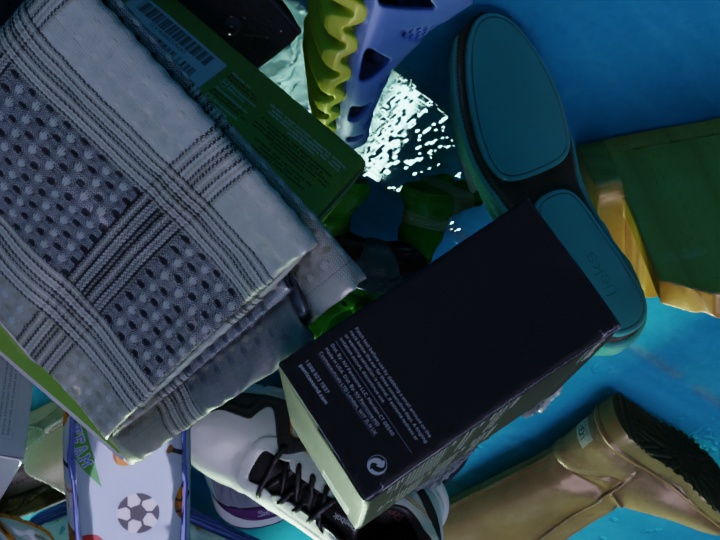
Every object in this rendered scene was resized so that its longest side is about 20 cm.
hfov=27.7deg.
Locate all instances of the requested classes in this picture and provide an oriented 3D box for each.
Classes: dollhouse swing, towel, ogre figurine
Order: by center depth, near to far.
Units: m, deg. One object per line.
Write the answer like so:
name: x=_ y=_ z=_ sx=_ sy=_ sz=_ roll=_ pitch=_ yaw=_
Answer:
towel: x=-0.120 y=-0.015 z=0.682 sx=0.200 sy=0.035 sz=0.192 roll=47 pitch=125 yaw=-6
dollhouse swing: x=0.243 y=0.001 z=0.855 sx=0.199 sy=0.176 sz=0.182 roll=-10 pitch=137 yaw=2
ogre figurine: x=0.000 y=0.000 z=0.864 sx=0.199 sy=0.098 sz=0.120 roll=5 pitch=109 yaw=-27

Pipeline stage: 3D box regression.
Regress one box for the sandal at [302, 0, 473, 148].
sandal: x=0.019 y=-0.142 z=0.747 sx=0.087 sy=0.080 sz=0.200 roll=2 pitch=138 yaw=-15

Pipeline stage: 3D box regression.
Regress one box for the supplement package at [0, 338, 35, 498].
supplement package: x=-0.293 y=0.046 z=0.824 sx=0.199 sy=0.152 sz=0.151 roll=11 pitch=150 yaw=-19

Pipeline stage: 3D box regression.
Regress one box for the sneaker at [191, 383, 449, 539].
sneaker: x=-0.029 y=0.138 z=0.963 sx=0.199 sy=0.080 sz=0.074 roll=22 pitch=108 yaw=-8

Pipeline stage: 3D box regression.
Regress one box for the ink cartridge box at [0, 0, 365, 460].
ink cartridge box: x=-0.116 y=-0.022 z=0.745 sx=0.148 sy=0.076 sz=0.200 roll=40 pitch=127 yaw=0

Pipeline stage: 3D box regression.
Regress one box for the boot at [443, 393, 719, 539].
boot: x=0.169 y=0.189 z=1.131 sx=0.175 sy=0.066 sz=0.200 roll=38 pitch=121 yaw=-23

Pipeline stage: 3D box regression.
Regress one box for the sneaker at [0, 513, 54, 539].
sneaker: x=-0.231 y=0.165 z=0.786 sx=0.075 sy=0.092 sz=0.200 roll=-10 pitch=150 yaw=21

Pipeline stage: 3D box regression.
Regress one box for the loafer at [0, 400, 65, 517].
loafer: x=-0.192 y=0.124 z=1.003 sx=0.199 sy=0.068 sz=0.076 roll=-27 pitch=134 yaw=20

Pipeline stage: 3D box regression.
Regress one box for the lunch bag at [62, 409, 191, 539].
lunch bag: x=-0.139 y=0.090 z=0.884 sx=0.075 sy=0.160 sz=0.201 roll=3 pitch=101 yaw=-9

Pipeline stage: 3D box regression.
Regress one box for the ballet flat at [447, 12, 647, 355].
ballet flat: x=0.090 y=-0.041 z=0.805 sx=0.067 sy=0.201 sz=0.070 roll=-19 pitch=170 yaw=-27

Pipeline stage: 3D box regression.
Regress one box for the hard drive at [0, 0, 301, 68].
hard drive: x=-0.147 y=-0.122 z=0.766 sx=0.200 sy=0.042 sz=0.135 roll=-28 pitch=133 yaw=21

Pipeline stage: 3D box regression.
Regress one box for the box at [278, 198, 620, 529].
box: x=0.038 y=0.055 z=0.738 sx=0.141 sy=0.079 sz=0.200 roll=-31 pitch=169 yaw=-8

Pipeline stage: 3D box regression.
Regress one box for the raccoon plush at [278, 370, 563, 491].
raccoon plush: x=0.032 y=0.072 z=0.992 sx=0.200 sy=0.134 sz=0.097 roll=4 pitch=121 yaw=-58

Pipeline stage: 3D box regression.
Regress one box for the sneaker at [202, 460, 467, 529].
sneaker: x=-0.023 y=0.126 z=1.029 sx=0.199 sy=0.075 sz=0.088 roll=-16 pitch=132 yaw=11

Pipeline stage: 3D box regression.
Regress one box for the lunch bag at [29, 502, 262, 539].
lunch bag: x=-0.145 y=0.235 z=1.098 sx=0.200 sy=0.083 sz=0.161 roll=30 pitch=143 yaw=-31
